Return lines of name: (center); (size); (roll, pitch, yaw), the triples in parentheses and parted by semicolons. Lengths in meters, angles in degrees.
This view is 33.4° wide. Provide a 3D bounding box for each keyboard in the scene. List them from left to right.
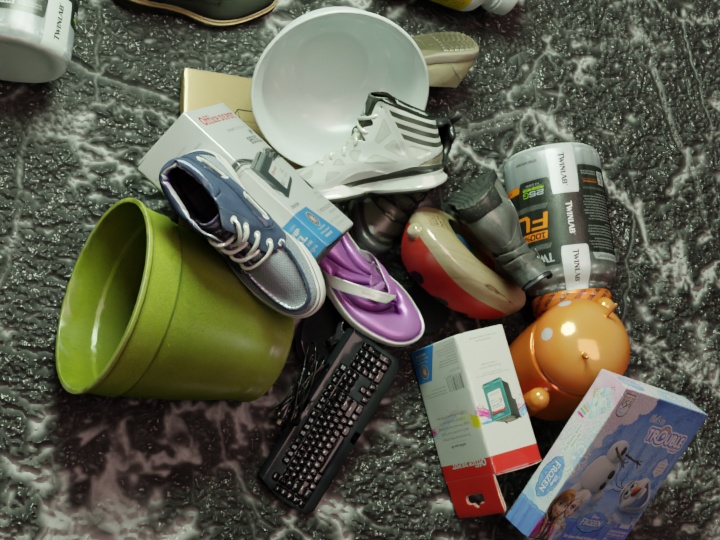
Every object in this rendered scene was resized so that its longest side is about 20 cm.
keyboard: (-0.041, 0.159, 1.308); (0.104, 0.040, 0.200); (34, 77, -12)

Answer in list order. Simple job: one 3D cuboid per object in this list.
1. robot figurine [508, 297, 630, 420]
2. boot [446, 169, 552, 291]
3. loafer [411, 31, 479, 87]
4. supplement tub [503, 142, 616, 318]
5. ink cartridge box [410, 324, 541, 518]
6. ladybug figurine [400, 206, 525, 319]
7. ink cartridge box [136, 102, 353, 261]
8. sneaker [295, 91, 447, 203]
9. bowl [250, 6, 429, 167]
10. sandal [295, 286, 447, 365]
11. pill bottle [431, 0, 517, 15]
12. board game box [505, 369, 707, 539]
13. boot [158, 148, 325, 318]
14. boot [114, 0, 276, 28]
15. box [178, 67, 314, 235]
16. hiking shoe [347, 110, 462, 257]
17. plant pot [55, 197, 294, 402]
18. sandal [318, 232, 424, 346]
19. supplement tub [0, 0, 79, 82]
robot figurine: (0.236, 0.101, 1.381); (0.144, 0.200, 0.117); (-8, 70, -19)
boot: (0.165, -0.041, 1.403); (0.070, 0.200, 0.132); (-35, 97, 14)
loafer: (0.048, -0.247, 1.465); (0.200, 0.068, 0.076); (-4, 35, -13)
supplement tub: (0.247, -0.046, 1.474); (0.122, 0.123, 0.200); (0, 75, -25)
ink cartridge box: (0.134, 0.173, 1.364); (0.067, 0.116, 0.200); (-11, 81, -26)
ladybug figurine: (0.113, -0.002, 1.401); (0.200, 0.072, 0.136); (33, 21, -38)
ink cartridge box: (-0.117, -0.077, 1.257); (0.200, 0.145, 0.084); (42, 105, 0)
sneaker: (-0.008, -0.140, 1.341); (0.200, 0.076, 0.115); (-7, 107, 2)
bowl: (-0.028, -0.220, 1.363); (0.201, 0.201, 0.090); (15, 32, -21)
sandal: (0.014, 0.056, 1.383); (0.200, 0.043, 0.076); (-17, 83, -28)
pill bottle: (0.106, -0.394, 1.511); (0.200, 0.112, 0.113); (16, 70, -21)
board game box: (0.283, 0.220, 1.359); (0.200, 0.043, 0.199); (19, 105, -46)
boot: (-0.116, -0.028, 1.145); (0.073, 0.090, 0.200); (-42, 91, 15)
boot: (-0.170, -0.338, 1.354); (0.200, 0.138, 0.078); (-6, 78, -27)
box: (-0.128, -0.127, 1.380); (0.163, 0.021, 0.200); (6, 73, -24)
hiking shoe: (0.052, -0.108, 1.413); (0.076, 0.101, 0.200); (33, 65, -13)
plant pot: (-0.179, 0.052, 1.225); (0.193, 0.200, 0.201); (20, 68, -31)
sandal: (-0.005, 0.004, 1.349); (0.203, 0.050, 0.082); (46, 59, 4)
supplement tub: (-0.357, -0.311, 1.269); (0.122, 0.123, 0.200); (11, 72, -22)
